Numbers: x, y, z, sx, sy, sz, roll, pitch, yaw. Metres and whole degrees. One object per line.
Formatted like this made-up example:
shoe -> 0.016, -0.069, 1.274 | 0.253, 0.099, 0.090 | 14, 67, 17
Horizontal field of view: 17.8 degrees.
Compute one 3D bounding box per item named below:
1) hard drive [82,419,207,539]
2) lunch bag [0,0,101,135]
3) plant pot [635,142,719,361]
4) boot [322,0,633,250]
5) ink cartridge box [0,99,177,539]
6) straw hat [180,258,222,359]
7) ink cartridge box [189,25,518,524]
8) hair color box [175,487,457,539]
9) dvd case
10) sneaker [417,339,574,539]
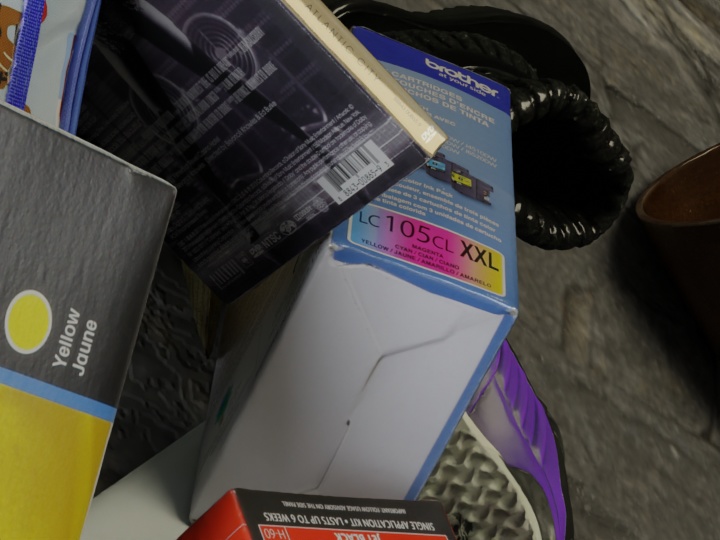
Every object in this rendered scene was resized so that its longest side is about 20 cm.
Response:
hard drive -> -0.044, 0.124, 0.829 | 0.132, 0.026, 0.200 | 38, 30, 11
lunch bag -> -0.148, -0.048, 0.669 | 0.160, 0.076, 0.200 | 18, 81, -48
plant pot -> 0.273, 0.026, 1.280 | 0.187, 0.187, 0.200 | -44, 116, -58
boot -> 0.076, -0.068, 1.074 | 0.211, 0.080, 0.158 | -1, 21, -47
ink cartridge box -> -0.147, 0.038, 0.593 | 0.200, 0.047, 0.198 | 25, 78, -52
straw hat -> -0.087, -0.070, 0.906 | 0.085, 0.201, 0.201 | 8, 46, -2
ink cartridge box -> 0.000, 0.000, 0.887 | 0.076, 0.137, 0.200 | 21, 31, -12
hair color box -> 0.010, 0.170, 0.733 | 0.101, 0.061, 0.200 | 8, 49, -43
dvd case -> -0.078, -0.086, 0.753 | 0.200, 0.149, 0.016 | 46, 56, -7
sneaker -> 0.042, 0.054, 1.020 | 0.099, 0.070, 0.200 | 6, 63, -61
